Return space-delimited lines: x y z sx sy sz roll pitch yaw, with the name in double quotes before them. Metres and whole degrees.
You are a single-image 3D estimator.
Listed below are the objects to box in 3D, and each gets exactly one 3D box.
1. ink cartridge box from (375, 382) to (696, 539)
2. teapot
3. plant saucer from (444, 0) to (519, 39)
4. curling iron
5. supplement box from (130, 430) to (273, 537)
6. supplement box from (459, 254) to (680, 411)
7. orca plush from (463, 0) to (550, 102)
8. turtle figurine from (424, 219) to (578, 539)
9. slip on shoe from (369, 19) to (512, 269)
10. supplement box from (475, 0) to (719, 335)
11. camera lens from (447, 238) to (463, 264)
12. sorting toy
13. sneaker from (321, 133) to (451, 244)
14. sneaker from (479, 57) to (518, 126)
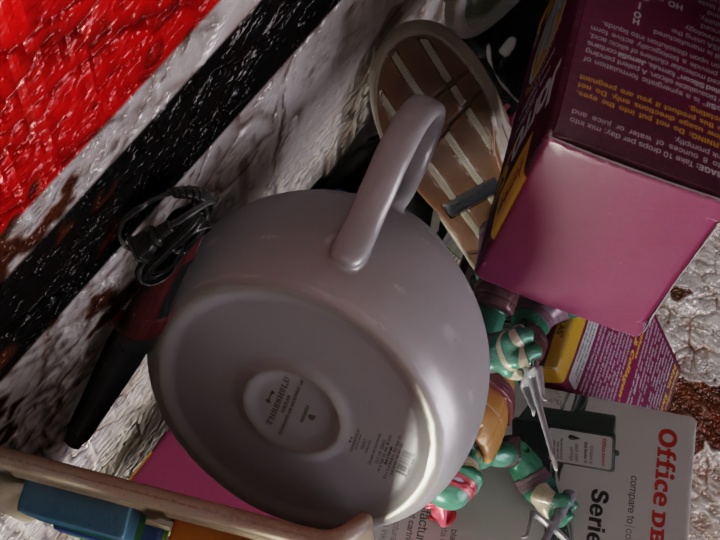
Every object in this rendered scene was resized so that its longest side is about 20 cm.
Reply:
"ink cartridge box" 0.105 0.153 0.990 0.083 0.197 0.148 96 6 -56
"teapot" -0.010 0.027 0.845 0.198 0.199 0.147 -14 -152 34
"plant saucer" 0.092 -0.219 0.828 0.201 0.050 0.200 -51 169 -13
"curling iron" -0.117 0.026 0.777 0.049 0.026 0.201 -17 152 -37
"supplement box" -0.079 0.160 1.037 0.131 0.103 0.200 -49 168 14
"supplement box" 0.141 0.066 1.108 0.201 0.102 0.132 56 46 -44
"orca plush" 0.134 -0.177 1.038 0.200 0.104 0.072 -43 156 -54
"turtle figurine" 0.080 0.073 0.912 0.151 0.099 0.202 73 28 -51
"slip on shoe" 0.063 -0.076 0.957 0.075 0.201 0.061 -25 -142 16
"supplement box" 0.145 -0.091 0.857 0.131 0.102 0.202 114 -6 -55
"camera lens" 0.131 -0.064 1.204 0.160 0.159 0.201 -40 164 -51
"sorting toy" -0.092 0.130 0.781 0.185 0.197 0.037 85 15 -75
"sneaker" 0.000 0.000 1.022 0.111 0.073 0.202 2 110 -53
"sneaker" 0.134 -0.094 1.041 0.096 0.197 0.080 -68 163 -66
